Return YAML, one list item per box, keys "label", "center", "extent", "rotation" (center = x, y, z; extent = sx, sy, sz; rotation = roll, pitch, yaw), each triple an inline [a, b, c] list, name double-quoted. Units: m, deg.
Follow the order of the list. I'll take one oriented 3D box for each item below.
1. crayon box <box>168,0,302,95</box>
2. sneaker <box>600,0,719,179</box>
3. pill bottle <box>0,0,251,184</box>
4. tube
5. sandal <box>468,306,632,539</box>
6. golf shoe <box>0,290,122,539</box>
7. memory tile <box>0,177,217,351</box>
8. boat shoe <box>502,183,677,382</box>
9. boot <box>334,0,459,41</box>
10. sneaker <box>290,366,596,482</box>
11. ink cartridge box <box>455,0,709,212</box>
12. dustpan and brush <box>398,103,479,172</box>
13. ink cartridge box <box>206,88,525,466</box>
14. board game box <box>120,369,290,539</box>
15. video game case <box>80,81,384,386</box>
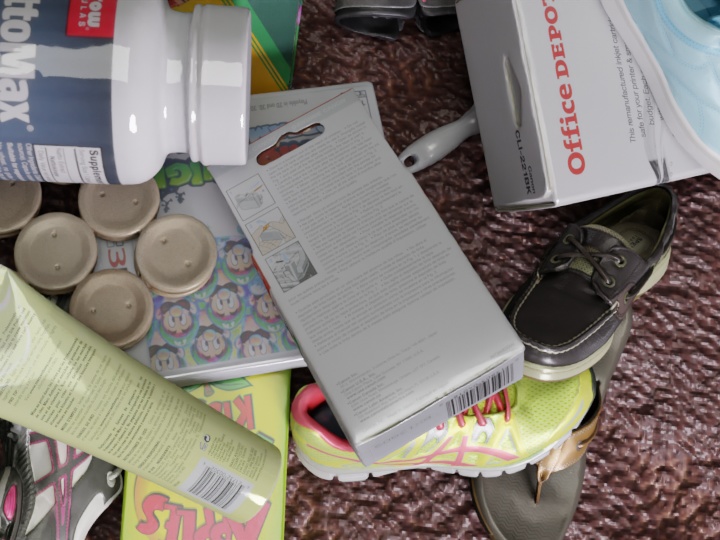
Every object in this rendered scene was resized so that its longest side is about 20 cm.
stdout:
- label: "crayon box"
  center: [-0.139, -0.168, 0.750]
  extent: [0.198, 0.119, 0.059]
  rotation: [3, 60, -7]
- label: "sneaker"
  center: [0.216, -0.124, 0.693]
  extent: [0.074, 0.082, 0.200]
  rotation: [-46, 104, -15]
- label: "pill bottle"
  center: [-0.163, -0.110, 0.671]
  extent: [0.198, 0.120, 0.121]
  rotation: [2, 81, -4]
- label: "tube"
  center: [-0.137, 0.078, 0.668]
  extent: [0.199, 0.052, 0.058]
  rotation: [32, 41, -24]
- label: "sandal"
  center: [0.133, 0.092, 0.782]
  extent: [0.081, 0.055, 0.201]
  rotation: [28, 78, -2]
- label: "golf shoe"
  center: [-0.189, 0.103, 0.739]
  extent: [0.088, 0.077, 0.201]
  rotation: [17, 81, -24]
- label: "memory tile"
  center: [-0.200, -0.027, 0.711]
  extent: [0.200, 0.017, 0.153]
  rotation: [44, 73, 10]
- label: "boat shoe"
  center: [0.145, -0.001, 0.749]
  extent: [0.073, 0.065, 0.200]
  rotation: [25, 38, 21]
- label: "boot"
  center: [-0.013, -0.231, 0.808]
  extent: [0.198, 0.070, 0.133]
  rotation: [2, 83, -7]
- label: "sneaker"
  center: [0.047, 0.085, 0.727]
  extent: [0.199, 0.090, 0.079]
  rotation: [-14, 64, 6]
- label: "ink cartridge box"
  center: [0.175, -0.127, 0.767]
  extent: [0.199, 0.084, 0.145]
  rotation: [-13, 93, -22]
- label: "dustpan and brush"
  center: [0.111, -0.123, 0.821]
  extent: [0.199, 0.057, 0.140]
  rotation: [-33, 99, -18]
- label: "ink cartridge box"
  center: [0.000, 0.000, 0.695]
  extent: [0.108, 0.050, 0.201]
  rotation: [-28, 65, -6]
- label: "board game box"
  center: [-0.097, 0.102, 0.753]
  extent: [0.101, 0.048, 0.202]
  rotation: [3, 80, -7]
- label: "video game case"
  center: [-0.071, -0.025, 0.745]
  extent: [0.198, 0.024, 0.183]
  rotation: [-8, 72, -11]
